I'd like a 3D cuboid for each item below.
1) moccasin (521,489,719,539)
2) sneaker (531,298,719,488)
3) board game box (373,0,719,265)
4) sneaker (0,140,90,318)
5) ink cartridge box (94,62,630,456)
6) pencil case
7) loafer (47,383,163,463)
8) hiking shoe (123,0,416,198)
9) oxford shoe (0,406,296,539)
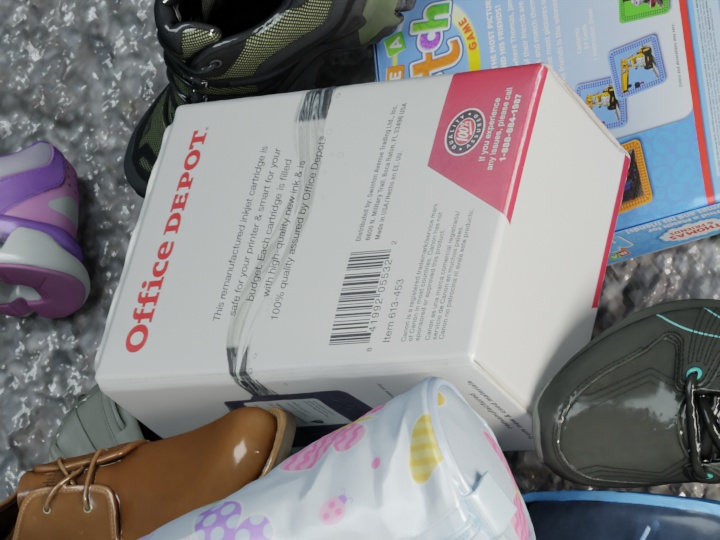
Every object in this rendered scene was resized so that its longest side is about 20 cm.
[{"bbox_3d":[0.092,0.131,1.256,0.200,0.080,0.068,-9,73,43],"label":"moccasin"},{"bbox_3d":[0.167,0.048,1.182,0.200,0.079,0.076,-12,102,0],"label":"sneaker"},{"bbox_3d":[0.103,-0.077,1.336,0.200,0.037,0.152,-16,66,25],"label":"board game box"},{"bbox_3d":[-0.221,-0.026,1.488,0.200,0.080,0.089,-1,67,22],"label":"sneaker"},{"bbox_3d":[0.000,0.000,1.283,0.200,0.084,0.145,-5,58,35],"label":"ink cartridge box"},{"bbox_3d":[-0.030,0.119,1.180,0.200,0.091,0.083,-29,96,12],"label":"pencil case"},{"bbox_3d":[-0.069,0.112,1.350,0.200,0.070,0.070,40,108,35],"label":"loafer"},{"bbox_3d":[-0.066,-0.107,1.389,0.200,0.101,0.076,-45,47,34],"label":"hiking shoe"},{"bbox_3d":[-0.106,0.103,1.276,0.200,0.071,0.071,-32,31,38],"label":"oxford shoe"}]
